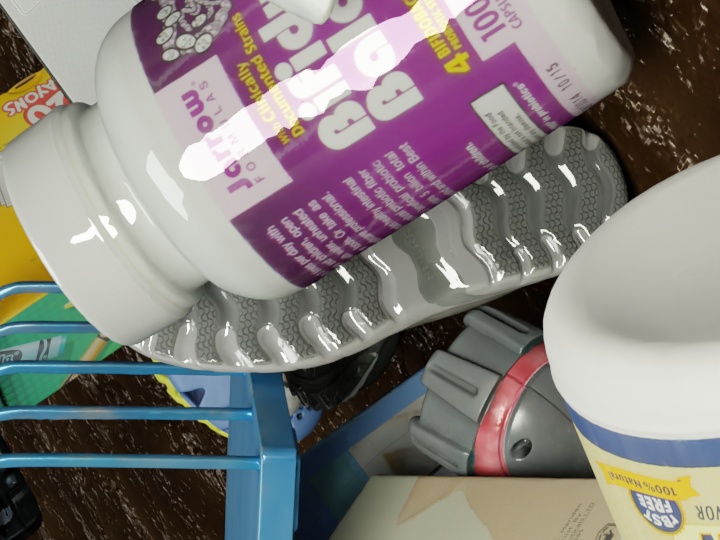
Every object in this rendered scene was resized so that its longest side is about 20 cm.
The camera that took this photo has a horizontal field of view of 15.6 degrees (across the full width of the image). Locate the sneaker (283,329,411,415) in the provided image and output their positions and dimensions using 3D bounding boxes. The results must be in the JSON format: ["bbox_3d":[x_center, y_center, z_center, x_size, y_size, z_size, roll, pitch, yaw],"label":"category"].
[{"bbox_3d":[-0.012,0.019,1.186,0.074,0.079,0.200,66,167,0],"label":"sneaker"}]

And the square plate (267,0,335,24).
[{"bbox_3d":[-0.046,-0.201,0.844,0.200,0.028,0.199,31,110,49],"label":"square plate"}]

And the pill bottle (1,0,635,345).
[{"bbox_3d":[-0.018,-0.060,0.881,0.113,0.199,0.112,54,-168,-17],"label":"pill bottle"}]

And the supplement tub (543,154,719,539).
[{"bbox_3d":[0.153,0.072,0.802,0.144,0.144,0.201,21,141,58],"label":"supplement tub"}]

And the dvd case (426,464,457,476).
[{"bbox_3d":[0.121,0.133,1.041,0.200,0.025,0.150,54,129,9],"label":"dvd case"}]

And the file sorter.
[{"bbox_3d":[-0.091,0.096,0.996,0.200,0.122,0.140,-108,19,-71],"label":"file sorter"}]

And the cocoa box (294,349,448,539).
[{"bbox_3d":[0.053,0.152,1.165,0.200,0.133,0.131,53,162,8],"label":"cocoa box"}]

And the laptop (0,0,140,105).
[{"bbox_3d":[-0.099,-0.180,1.051,0.188,0.200,0.116,53,-166,9],"label":"laptop"}]

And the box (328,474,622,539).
[{"bbox_3d":[0.063,0.131,0.955,0.095,0.078,0.200,42,158,-22],"label":"box"}]

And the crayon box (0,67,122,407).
[{"bbox_3d":[-0.113,-0.036,1.166,0.119,0.200,0.058,40,156,36],"label":"crayon box"}]

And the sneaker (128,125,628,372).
[{"bbox_3d":[0.000,0.000,0.984,0.082,0.199,0.075,119,141,-78],"label":"sneaker"}]

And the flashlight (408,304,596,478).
[{"bbox_3d":[0.115,0.083,0.970,0.199,0.068,0.068,28,117,26],"label":"flashlight"}]

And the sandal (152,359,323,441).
[{"bbox_3d":[-0.079,0.003,1.336,0.201,0.079,0.087,59,157,-10],"label":"sandal"}]

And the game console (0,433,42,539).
[{"bbox_3d":[-0.228,0.057,1.109,0.172,0.118,0.201,33,151,48],"label":"game console"}]
